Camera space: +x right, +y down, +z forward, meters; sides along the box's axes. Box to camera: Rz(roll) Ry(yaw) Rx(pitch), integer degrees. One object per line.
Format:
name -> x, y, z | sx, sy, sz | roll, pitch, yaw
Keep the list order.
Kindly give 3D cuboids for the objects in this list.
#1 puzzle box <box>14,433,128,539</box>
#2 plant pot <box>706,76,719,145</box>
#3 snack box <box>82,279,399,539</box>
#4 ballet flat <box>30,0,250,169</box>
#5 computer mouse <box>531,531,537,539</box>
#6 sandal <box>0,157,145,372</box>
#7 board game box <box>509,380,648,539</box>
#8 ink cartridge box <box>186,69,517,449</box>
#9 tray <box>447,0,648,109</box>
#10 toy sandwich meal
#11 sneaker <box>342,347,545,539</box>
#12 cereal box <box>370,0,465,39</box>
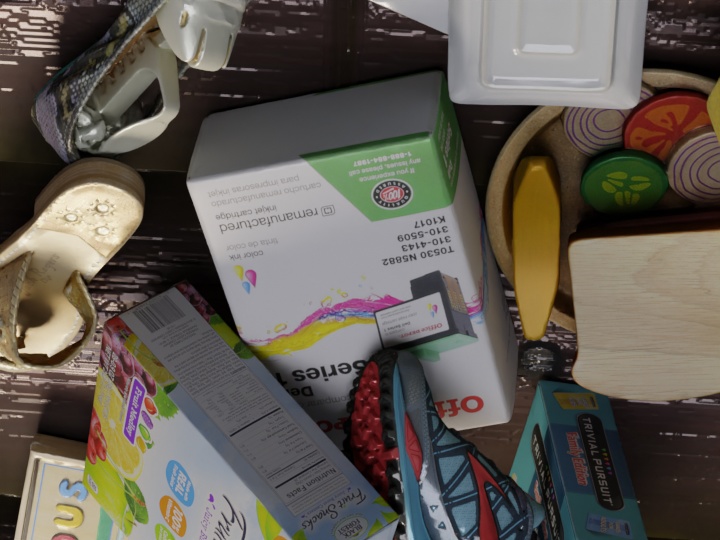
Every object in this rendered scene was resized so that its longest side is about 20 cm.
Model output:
puzzle box -> -0.165, 0.208, 1.448 | 0.133, 0.025, 0.200 | 11, 113, -3
plant pot -> 0.268, -0.082, 1.168 | 0.142, 0.200, 0.200 | 39, 121, 11
snack box -> -0.076, 0.133, 1.298 | 0.200, 0.068, 0.169 | 45, 146, 24
ballet flat -> -0.105, -0.123, 1.225 | 0.072, 0.072, 0.200 | 36, 120, -17
computer mouse -> 0.019, 0.180, 1.361 | 0.200, 0.110, 0.044 | 1, 171, 41
sandal -> -0.186, 0.023, 1.293 | 0.077, 0.070, 0.212 | 19, 138, -20
board game box -> 0.116, 0.193, 1.356 | 0.047, 0.151, 0.200 | 8, 123, -11
ink cartridge box -> 0.000, 0.000, 1.286 | 0.144, 0.084, 0.200 | -10, 121, 12
tray -> 0.101, -0.170, 1.161 | 0.107, 0.022, 0.200 | 2, 123, 2
toy sandwich meal -> 0.163, -0.017, 1.269 | 0.205, 0.070, 0.206 | 2, 122, 4
sneaker -> 0.054, 0.136, 1.265 | 0.095, 0.079, 0.200 | -17, 94, -23
cereal box -> 0.100, -0.206, 1.174 | 0.144, 0.040, 0.200 | 22, 121, -9
